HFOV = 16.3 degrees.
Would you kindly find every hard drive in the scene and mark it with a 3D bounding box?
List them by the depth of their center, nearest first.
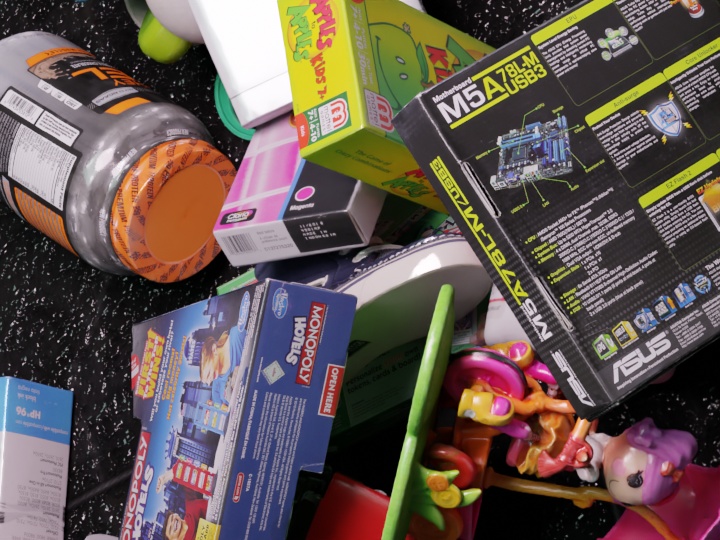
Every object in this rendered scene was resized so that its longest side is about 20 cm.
[{"bbox_3d":[-0.052,-0.205,1.546,0.132,0.027,0.200,-24,84,8],"label":"hard drive"}]

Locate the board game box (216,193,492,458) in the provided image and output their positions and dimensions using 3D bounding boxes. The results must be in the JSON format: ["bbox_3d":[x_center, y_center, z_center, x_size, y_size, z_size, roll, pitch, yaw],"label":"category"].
[{"bbox_3d":[0.003,0.033,1.581,0.200,0.029,0.135,-27,61,30],"label":"board game box"}]

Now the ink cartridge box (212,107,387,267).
[{"bbox_3d":[-0.017,-0.085,1.549,0.095,0.037,0.200,-9,38,27],"label":"ink cartridge box"}]

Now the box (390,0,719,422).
[{"bbox_3d":[0.148,-0.050,1.345,0.193,0.200,0.048,56,154,5],"label":"box"}]

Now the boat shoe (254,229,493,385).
[{"bbox_3d":[0.000,0.000,1.512,0.200,0.075,0.093,-32,56,41],"label":"boat shoe"}]

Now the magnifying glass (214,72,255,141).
[{"bbox_3d":[-0.022,-0.105,1.646,0.200,0.022,0.080,27,94,42],"label":"magnifying glass"}]

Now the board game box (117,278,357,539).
[{"bbox_3d":[-0.087,0.098,1.502,0.200,0.062,0.200,13,91,65],"label":"board game box"}]

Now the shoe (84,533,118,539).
[{"bbox_3d":[-0.157,0.244,1.581,0.200,0.071,0.091,-126,55,-72],"label":"shoe"}]

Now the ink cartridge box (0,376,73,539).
[{"bbox_3d":[-0.266,0.180,1.728,0.116,0.068,0.201,-8,73,37],"label":"ink cartridge box"}]

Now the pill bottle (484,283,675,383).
[{"bbox_3d":[0.142,-0.042,1.437,0.112,0.112,0.200,6,82,39],"label":"pill bottle"}]

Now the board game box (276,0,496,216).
[{"bbox_3d":[0.037,-0.095,1.477,0.048,0.200,0.102,-24,64,31],"label":"board game box"}]

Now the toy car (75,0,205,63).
[{"bbox_3d":[-0.125,-0.241,1.649,0.175,0.150,0.200,-155,85,-77],"label":"toy car"}]

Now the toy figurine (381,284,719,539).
[{"bbox_3d":[0.116,0.105,1.378,0.184,0.200,0.150,13,48,4],"label":"toy figurine"}]

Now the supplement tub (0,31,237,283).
[{"bbox_3d":[-0.179,-0.075,1.694,0.200,0.122,0.123,31,98,39],"label":"supplement tub"}]

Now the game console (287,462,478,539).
[{"bbox_3d":[-0.030,0.206,1.544,0.200,0.118,0.172,-68,21,14],"label":"game console"}]
